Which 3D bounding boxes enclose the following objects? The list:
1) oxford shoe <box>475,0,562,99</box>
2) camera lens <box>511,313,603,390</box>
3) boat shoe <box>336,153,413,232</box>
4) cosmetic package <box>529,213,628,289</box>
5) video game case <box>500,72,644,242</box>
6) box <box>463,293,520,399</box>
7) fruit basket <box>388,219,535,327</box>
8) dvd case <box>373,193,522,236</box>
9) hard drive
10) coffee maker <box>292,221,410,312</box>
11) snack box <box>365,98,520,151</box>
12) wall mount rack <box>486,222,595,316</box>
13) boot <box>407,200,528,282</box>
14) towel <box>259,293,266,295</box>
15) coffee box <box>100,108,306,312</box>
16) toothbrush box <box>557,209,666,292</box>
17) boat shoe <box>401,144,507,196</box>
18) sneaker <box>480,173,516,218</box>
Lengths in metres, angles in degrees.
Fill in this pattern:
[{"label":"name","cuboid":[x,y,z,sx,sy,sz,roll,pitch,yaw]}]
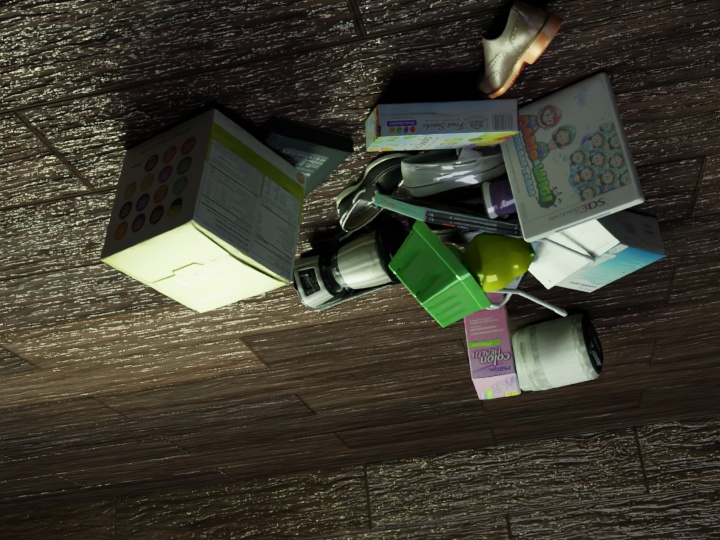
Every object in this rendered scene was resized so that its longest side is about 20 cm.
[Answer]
[{"label":"oxford shoe","cuboid":[0.192,-0.294,1.259,0.073,0.071,0.200,33,155,-5]},{"label":"camera lens","cuboid":[0.474,0.199,2.297,0.200,0.160,0.160,-16,154,23]},{"label":"boat shoe","cuboid":[0.024,-0.128,1.576,0.074,0.060,0.200,14,149,-34]},{"label":"cosmetic package","cuboid":[0.350,-0.070,1.689,0.151,0.052,0.200,45,141,-3]},{"label":"video game case","cuboid":[0.300,-0.164,1.388,0.182,0.200,0.024,-21,162,31]},{"label":"box","cuboid":[0.292,0.167,2.134,0.097,0.200,0.176,-10,157,9]},{"label":"fruit basket","cuboid":[0.172,-0.013,1.550,0.215,0.156,0.216,-32,155,-17]},{"label":"dvd case","cuboid":[0.140,-0.089,1.524,0.200,0.022,0.146,8,-170,-33]},{"label":"hard drive","cuboid":[-0.121,-0.163,1.498,0.139,0.033,0.200,9,152,-31]},{"label":"coffee maker","cuboid":[0.000,0.000,1.771,0.200,0.135,0.192,-19,154,28]},{"label":"snack box","cuboid":[0.114,-0.208,1.371,0.200,0.053,0.142,-3,178,-7]},{"label":"wall mount rack","cuboid":[0.302,0.006,1.657,0.174,0.075,0.200,4,123,-30]},{"label":"boot","cuboid":[0.194,-0.039,1.701,0.211,0.079,0.158,0,131,10]},{"label":"towel","cuboid":[-0.262,-0.013,1.741,0.165,0.086,0.200,-9,156,8]},{"label":"coffee box","cuboid":[-0.227,-0.079,1.404,0.200,0.198,0.200,-18,143,35]},{"label":"toothbrush box","cuboid":[0.463,-0.038,1.851,0.146,0.085,0.200,10,151,-34]},{"label":"boat shoe","cuboid":[0.161,-0.174,1.493,0.200,0.074,0.065,-20,122,-7]},{"label":"sneaker","cuboid":[0.258,-0.124,1.535,0.087,0.076,0.200,-12,-171,20]}]
